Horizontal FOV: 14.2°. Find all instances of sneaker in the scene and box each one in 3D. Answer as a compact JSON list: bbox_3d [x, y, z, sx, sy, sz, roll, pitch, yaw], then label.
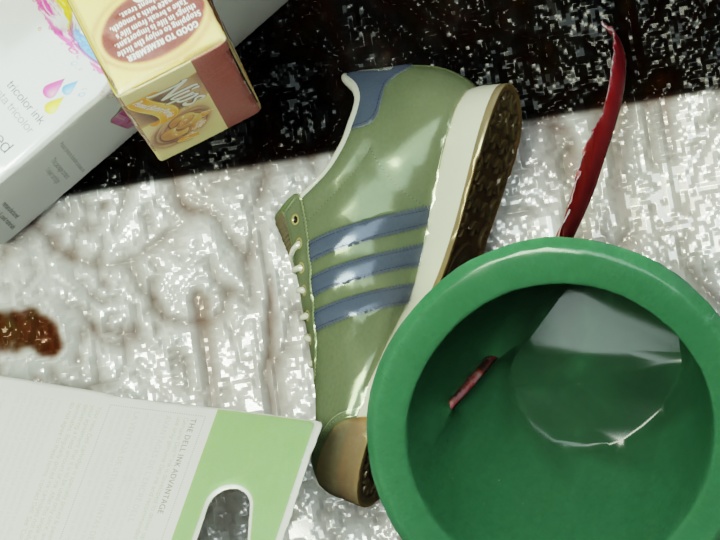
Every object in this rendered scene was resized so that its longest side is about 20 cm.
[{"bbox_3d":[0.000,0.000,1.304,0.090,0.067,0.201,18,85,22],"label":"sneaker"}]

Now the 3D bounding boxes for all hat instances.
[{"bbox_3d":[0.106,0.034,1.297,0.165,0.176,0.200,37,111,-2],"label":"hat"}]

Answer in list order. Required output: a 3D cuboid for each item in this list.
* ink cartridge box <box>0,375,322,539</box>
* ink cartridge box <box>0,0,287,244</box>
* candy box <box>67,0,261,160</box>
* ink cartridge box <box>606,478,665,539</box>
[{"bbox_3d":[-0.125,0.122,1.256,0.199,0.048,0.146,8,59,18],"label":"ink cartridge box"},{"bbox_3d":[-0.141,-0.135,1.328,0.200,0.085,0.145,-41,78,-4],"label":"ink cartridge box"},{"bbox_3d":[-0.114,-0.156,1.227,0.055,0.115,0.201,-26,78,0],"label":"candy box"},{"bbox_3d":[0.168,0.126,1.273,0.095,0.037,0.200,43,89,12],"label":"ink cartridge box"}]
